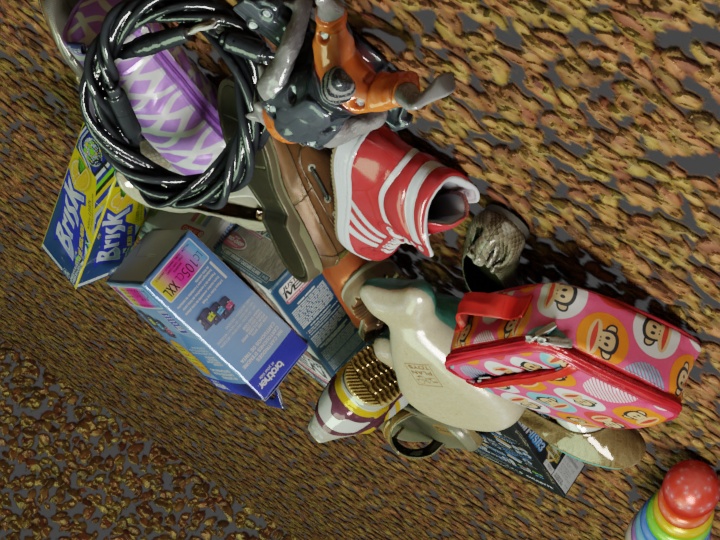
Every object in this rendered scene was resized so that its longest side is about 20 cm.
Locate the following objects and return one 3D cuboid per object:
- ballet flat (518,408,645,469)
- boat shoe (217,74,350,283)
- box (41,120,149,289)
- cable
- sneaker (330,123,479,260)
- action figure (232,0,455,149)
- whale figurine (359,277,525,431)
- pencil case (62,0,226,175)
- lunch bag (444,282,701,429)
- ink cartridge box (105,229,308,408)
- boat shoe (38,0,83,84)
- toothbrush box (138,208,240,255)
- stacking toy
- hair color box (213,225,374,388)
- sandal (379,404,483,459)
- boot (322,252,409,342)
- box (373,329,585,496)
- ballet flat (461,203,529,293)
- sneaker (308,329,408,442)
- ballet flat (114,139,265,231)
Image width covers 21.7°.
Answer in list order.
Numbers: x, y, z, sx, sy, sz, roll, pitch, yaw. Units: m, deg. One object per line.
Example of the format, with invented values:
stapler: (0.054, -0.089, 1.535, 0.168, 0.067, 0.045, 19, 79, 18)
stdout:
ballet flat: (0.179, 0.117, 1.761, 0.200, 0.068, 0.073, 30, 146, 30)
boat shoe: (-0.062, -0.090, 1.614, 0.072, 0.068, 0.201, 28, 144, 52)
box: (-0.248, -0.076, 1.836, 0.064, 0.070, 0.200, 48, 137, 21)
cable: (-0.152, -0.131, 1.518, 0.163, 0.051, 0.200, 24, 128, -10)
sneaker: (0.039, -0.043, 1.534, 0.112, 0.071, 0.200, 33, 162, 19)
action figure: (-0.042, -0.150, 1.336, 0.200, 0.105, 0.193, 36, 155, -11)
whale figurine: (0.082, 0.059, 1.688, 0.159, 0.104, 0.200, 2, 143, 42)
pencil case: (-0.171, -0.163, 1.601, 0.085, 0.084, 0.200, 2, 149, 33)
lunch bag: (0.159, 0.063, 1.524, 0.176, 0.082, 0.200, 25, 164, -18)
ink cartridge box: (-0.140, 0.053, 1.830, 0.200, 0.076, 0.136, 43, 165, -17)
boat shoe: (-0.229, -0.189, 1.652, 0.072, 0.076, 0.200, 24, 160, 39)
toothbrush box: (-0.135, -0.019, 1.934, 0.145, 0.086, 0.200, 22, 158, 40)
stacking toy: (0.308, 0.232, 1.803, 0.085, 0.085, 0.200, 30, 157, 15)
hair color box: (-0.056, 0.040, 1.856, 0.100, 0.061, 0.200, 32, 162, 44)
sandal: (0.060, 0.172, 1.981, 0.080, 0.054, 0.200, 41, 165, -21)
boot: (0.000, 0.000, 1.773, 0.107, 0.075, 0.200, 51, 176, 19)
box: (0.117, 0.140, 1.952, 0.200, 0.050, 0.199, 24, 160, 36)
ballet flat: (0.108, 0.002, 1.570, 0.067, 0.046, 0.200, 32, 164, 11)
sneaker: (0.022, 0.106, 1.807, 0.090, 0.200, 0.075, -45, 75, 34)
ballet flat: (-0.133, -0.080, 1.725, 0.062, 0.068, 0.200, 2, 174, 45)
